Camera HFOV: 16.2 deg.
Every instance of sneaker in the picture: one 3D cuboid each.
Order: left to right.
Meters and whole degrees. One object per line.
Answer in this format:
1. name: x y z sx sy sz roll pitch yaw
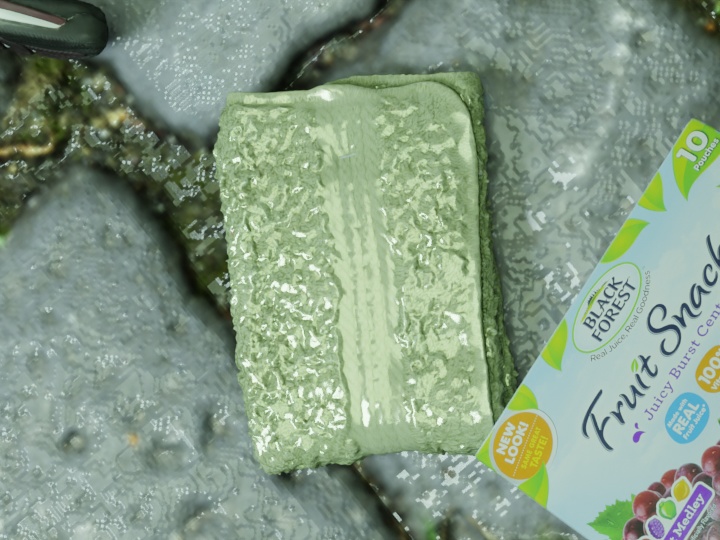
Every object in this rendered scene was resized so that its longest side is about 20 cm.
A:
1. sneaker: -0.215 -0.186 1.329 0.200 0.076 0.116 16 87 13

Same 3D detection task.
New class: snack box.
1. snack box: 0.167 0.047 1.219 0.142 0.053 0.200 34 94 36

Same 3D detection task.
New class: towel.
1. towel: 0.000 0.000 1.289 0.148 0.036 0.200 -7 85 13
